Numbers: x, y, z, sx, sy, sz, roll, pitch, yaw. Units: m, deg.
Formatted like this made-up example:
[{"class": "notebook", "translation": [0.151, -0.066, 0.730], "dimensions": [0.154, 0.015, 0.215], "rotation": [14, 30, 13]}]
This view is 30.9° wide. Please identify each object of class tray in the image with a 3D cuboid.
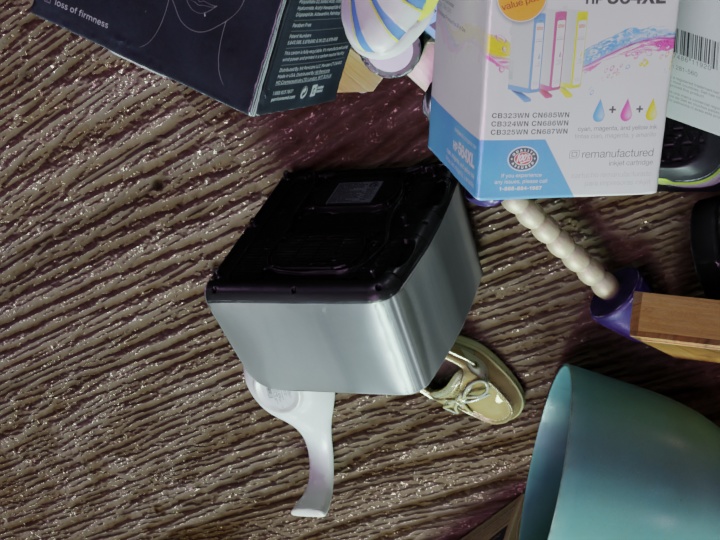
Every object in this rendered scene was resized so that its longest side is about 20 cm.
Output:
[{"class": "tray", "translation": [0.272, 0.049, 0.996], "dimensions": [0.098, 0.200, 0.037], "rotation": [6, 84, 22]}]

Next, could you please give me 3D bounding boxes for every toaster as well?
[{"class": "toaster", "translation": [0.000, 0.000, 1.086], "dimensions": [0.199, 0.181, 0.119], "rotation": [-1, 128, 28]}]

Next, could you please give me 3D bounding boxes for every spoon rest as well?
[{"class": "spoon rest", "translation": [-0.064, 0.151, 1.329], "dimensions": [0.099, 0.061, 0.201], "rotation": [-1, 112, 25]}]

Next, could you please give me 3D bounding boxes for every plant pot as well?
[{"class": "plant pot", "translation": [0.235, 0.194, 1.122], "dimensions": [0.160, 0.201, 0.201], "rotation": [11, 131, 1]}]

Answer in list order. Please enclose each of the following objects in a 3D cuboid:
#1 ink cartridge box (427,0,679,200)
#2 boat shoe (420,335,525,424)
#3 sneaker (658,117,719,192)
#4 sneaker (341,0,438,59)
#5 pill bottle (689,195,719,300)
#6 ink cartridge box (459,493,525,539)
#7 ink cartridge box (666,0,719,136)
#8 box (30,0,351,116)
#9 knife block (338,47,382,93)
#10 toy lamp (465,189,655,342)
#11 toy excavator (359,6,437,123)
[{"class": "ink cartridge box", "translation": [0.124, -0.162, 0.853], "dimensions": [0.128, 0.125, 0.201], "rotation": [-3, 112, -10]}, {"class": "boat shoe", "translation": [0.064, 0.087, 1.196], "dimensions": [0.200, 0.063, 0.073], "rotation": [39, 131, -14]}, {"class": "sneaker", "translation": [0.193, -0.089, 0.990], "dimensions": [0.199, 0.072, 0.083], "rotation": [18, 172, 35]}, {"class": "sneaker", "translation": [0.013, -0.233, 0.788], "dimensions": [0.075, 0.105, 0.201], "rotation": [16, 95, 32]}, {"class": "pill bottle", "translation": [0.347, -0.030, 0.936], "dimensions": [0.199, 0.112, 0.112], "rotation": [-12, 120, 33]}, {"class": "ink cartridge box", "translation": [0.188, 0.343, 1.337], "dimensions": [0.200, 0.075, 0.165], "rotation": [37, 132, -6]}, {"class": "ink cartridge box", "translation": [0.270, -0.183, 0.838], "dimensions": [0.146, 0.084, 0.201], "rotation": [29, 139, 37]}, {"class": "box", "translation": [-0.097, -0.237, 0.894], "dimensions": [0.199, 0.124, 0.197], "rotation": [27, 113, 20]}, {"class": "knife block", "translation": [-0.077, -0.227, 1.017], "dimensions": [0.199, 0.064, 0.176], "rotation": [2, 127, 25]}, {"class": "toy lamp", "translation": [0.173, -0.015, 1.061], "dimensions": [0.200, 0.058, 0.058], "rotation": [42, 133, -20]}, {"class": "toy excavator", "translation": [0.076, -0.230, 0.936], "dimensions": [0.194, 0.100, 0.200], "rotation": [41, 119, -8]}]
